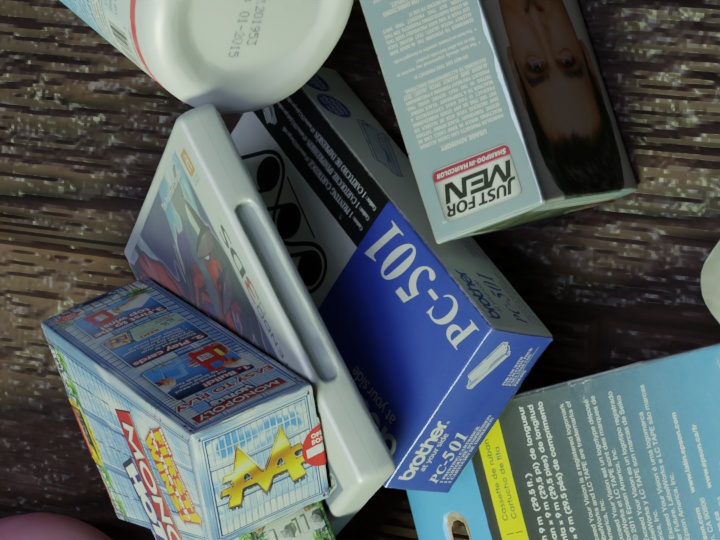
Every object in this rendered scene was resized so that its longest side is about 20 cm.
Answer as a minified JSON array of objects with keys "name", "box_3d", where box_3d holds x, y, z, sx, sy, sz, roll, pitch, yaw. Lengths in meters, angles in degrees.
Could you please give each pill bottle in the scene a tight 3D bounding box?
[{"name":"pill bottle","box_3d":[-0.094,-0.158,1.336,0.200,0.108,0.109,40,116,48]}]

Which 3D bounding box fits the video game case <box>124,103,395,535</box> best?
[{"name":"video game case","box_3d":[-0.052,0.038,1.336,0.183,0.023,0.200,63,163,11]}]

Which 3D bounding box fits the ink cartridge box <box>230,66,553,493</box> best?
[{"name":"ink cartridge box","box_3d":[0.000,0.000,1.324,0.094,0.044,0.200,-57,49,23]}]

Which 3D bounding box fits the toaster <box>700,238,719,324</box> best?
[{"name":"toaster","box_3d":[0.256,-0.007,1.157,0.200,0.118,0.181,50,117,18]}]

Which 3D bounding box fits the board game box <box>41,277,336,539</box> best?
[{"name":"board game box","box_3d":[-0.061,0.106,1.315,0.201,0.061,0.200,69,162,-7]}]

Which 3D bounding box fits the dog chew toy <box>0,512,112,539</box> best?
[{"name":"dog chew toy","box_3d":[-0.199,0.183,1.465,0.199,0.124,0.125,0,95,40]}]

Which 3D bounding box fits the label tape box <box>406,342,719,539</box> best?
[{"name":"label tape box","box_3d":[0.121,0.115,1.282,0.199,0.063,0.145,-16,87,42]}]

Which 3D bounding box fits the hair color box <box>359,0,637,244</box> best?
[{"name":"hair color box","box_3d":[0.049,-0.118,1.283,0.060,0.099,0.201,-20,85,30]}]
